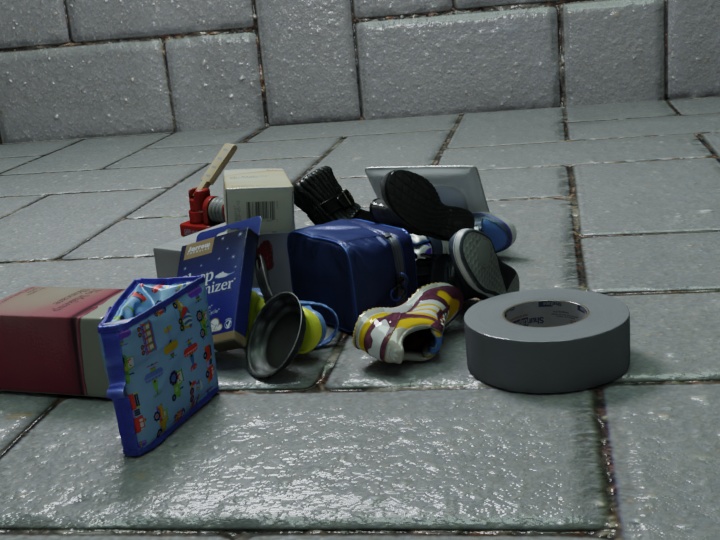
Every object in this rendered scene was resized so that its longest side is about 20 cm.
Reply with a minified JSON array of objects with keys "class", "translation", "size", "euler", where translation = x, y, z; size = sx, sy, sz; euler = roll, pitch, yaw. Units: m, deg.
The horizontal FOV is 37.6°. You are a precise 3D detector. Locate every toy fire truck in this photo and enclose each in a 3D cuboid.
[{"class":"toy fire truck","translation":[-0.237,-0.117,1.898],"size":[0.175,0.201,0.128],"euler":[7,20,37]}]

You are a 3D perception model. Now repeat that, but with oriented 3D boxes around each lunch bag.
[{"class":"lunch bag","translation":[-0.238,0.107,1.204],"size":[0.094,0.151,0.200],"euler":[-3,16,10]},{"class":"lunch bag","translation":[0.000,0.000,1.527],"size":[0.132,0.137,0.200],"euler":[-16,21,-32]}]

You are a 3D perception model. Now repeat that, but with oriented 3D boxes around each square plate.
[{"class":"square plate","translation":[0.123,-0.106,1.832],"size":[0.199,0.198,0.029],"euler":[2,53,22]}]

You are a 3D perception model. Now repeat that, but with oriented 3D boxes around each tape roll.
[{"class":"tape roll","translation":[0.228,0.082,1.296],"size":[0.199,0.066,0.200],"euler":[-5,15,1]}]

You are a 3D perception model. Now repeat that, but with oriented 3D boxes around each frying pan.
[{"class":"frying pan","translation":[-0.122,0.068,1.381],"size":[0.031,0.115,0.190],"euler":[26,11,-33]}]

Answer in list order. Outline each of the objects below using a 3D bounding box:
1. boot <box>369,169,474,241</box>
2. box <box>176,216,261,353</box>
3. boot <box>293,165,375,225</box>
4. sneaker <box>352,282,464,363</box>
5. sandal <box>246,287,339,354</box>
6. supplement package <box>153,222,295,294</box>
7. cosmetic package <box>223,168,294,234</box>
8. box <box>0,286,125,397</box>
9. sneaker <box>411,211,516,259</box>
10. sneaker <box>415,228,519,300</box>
[{"class":"boot","translation":[0.058,-0.085,1.503],"size":[0.131,0.070,0.200],"euler":[9,-16,42]},{"class":"box","translation":[-0.199,0.017,1.437],"size":[0.121,0.201,0.032],"euler":[-14,-34,30]},{"class":"boot","translation":[-0.023,-0.101,1.771],"size":[0.079,0.158,0.211],"euler":[-45,-9,19]},{"class":"sneaker","translation":[0.084,0.076,1.376],"size":[0.090,0.075,0.200],"euler":[27,35,37]},{"class":"sandal","translation":[-0.105,0.069,1.453],"size":[0.200,0.080,0.087],"euler":[17,15,43]},{"class":"supplement package","translation":[-0.198,0.001,1.617],"size":[0.119,0.122,0.200],"euler":[6,20,34]},{"class":"cosmetic package","translation":[-0.159,-0.108,1.631],"size":[0.103,0.073,0.200],"euler":[-3,14,-9]},{"class":"box","translation":[-0.379,0.090,1.385],"size":[0.199,0.109,0.128],"euler":[0,16,21]},{"class":"sneaker","translation":[0.144,-0.040,1.748],"size":[0.199,0.081,0.146],"euler":[5,27,24]},{"class":"sneaker","translation":[0.125,-0.003,1.493],"size":[0.146,0.077,0.202],"euler":[6,-20,29]}]
